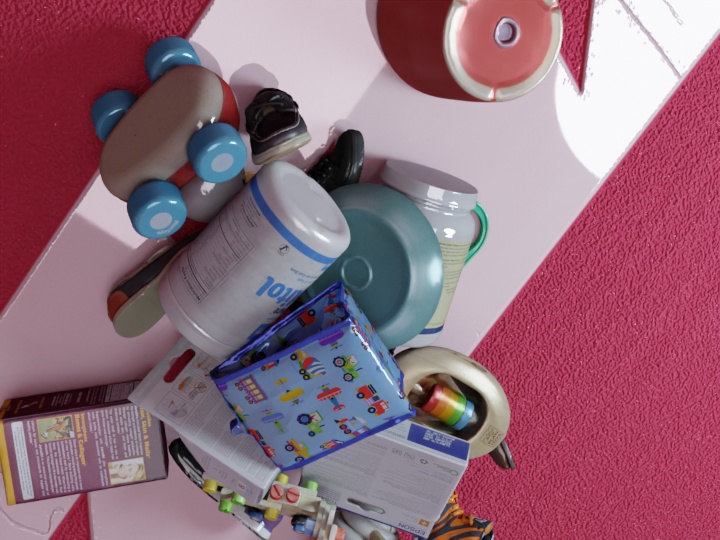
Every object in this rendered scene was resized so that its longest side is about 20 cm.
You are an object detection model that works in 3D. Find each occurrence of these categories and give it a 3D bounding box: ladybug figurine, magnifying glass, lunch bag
[{"bbox_3d":[0.107,0.167,1.196,0.199,0.072,0.137,34,97,-19],"label":"ladybug figurine"},{"bbox_3d":[0.114,-0.002,1.244,0.078,0.022,0.203,15,107,-19],"label":"magnifying glass"},{"bbox_3d":[-0.062,0.136,1.041,0.198,0.094,0.151,-31,116,7],"label":"lunch bag"}]

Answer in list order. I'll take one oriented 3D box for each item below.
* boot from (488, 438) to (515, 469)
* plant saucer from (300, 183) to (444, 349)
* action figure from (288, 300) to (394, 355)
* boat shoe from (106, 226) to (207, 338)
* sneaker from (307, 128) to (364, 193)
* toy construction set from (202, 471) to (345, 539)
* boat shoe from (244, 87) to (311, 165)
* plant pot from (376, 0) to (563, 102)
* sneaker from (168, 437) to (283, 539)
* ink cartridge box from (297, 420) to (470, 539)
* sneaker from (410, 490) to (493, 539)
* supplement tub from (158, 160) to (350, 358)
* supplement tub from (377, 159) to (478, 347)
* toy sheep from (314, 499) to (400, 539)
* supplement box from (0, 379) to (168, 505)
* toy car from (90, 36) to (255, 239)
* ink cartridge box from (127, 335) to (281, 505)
[{"bbox_3d":[0.090,0.244,1.275,0.199,0.064,0.188,-33,73,-3],"label":"boot"},{"bbox_3d":[0.000,0.000,1.085,0.197,0.036,0.204,4,100,24],"label":"plant saucer"},{"bbox_3d":[-0.022,0.125,1.213,0.198,0.103,0.119,31,115,-22],"label":"action figure"},{"bbox_3d":[-0.230,0.000,1.134,0.199,0.063,0.071,-39,133,2],"label":"boat shoe"},{"bbox_3d":[-0.070,-0.087,1.143,0.103,0.060,0.203,11,111,-23],"label":"sneaker"},{"bbox_3d":[-0.104,0.289,1.175,0.198,0.132,0.093,27,60,9],"label":"toy construction set"},{"bbox_3d":[-0.099,-0.167,1.031,0.071,0.200,0.066,-22,108,1],"label":"boat shoe"},{"bbox_3d":[0.133,-0.281,1.057,0.197,0.178,0.204,-5,111,-13],"label":"plant pot"},{"bbox_3d":[-0.173,0.275,1.261,0.088,0.075,0.200,-49,117,-12],"label":"sneaker"},{"bbox_3d":[0.024,0.256,1.195,0.197,0.041,0.201,19,136,2],"label":"ink cartridge box"},{"bbox_3d":[0.133,0.331,1.288,0.110,0.203,0.077,-6,158,24],"label":"sneaker"},{"bbox_3d":[-0.119,-0.012,1.040,0.131,0.133,0.200,37,111,-23],"label":"supplement tub"},{"bbox_3d":[0.060,-0.022,1.154,0.143,0.145,0.203,12,107,-18],"label":"supplement tub"},{"bbox_3d":[-0.002,0.396,1.307,0.137,0.138,0.201,36,88,-23],"label":"toy sheep"},{"bbox_3d":[-0.347,0.213,1.163,0.196,0.086,0.112,-7,102,-11],"label":"supplement box"},{"bbox_3d":[-0.179,-0.126,1.063,0.176,0.186,0.199,-40,146,13],"label":"toy car"},{"bbox_3d":[-0.166,0.171,1.144,0.198,0.161,0.048,31,135,6],"label":"ink cartridge box"}]
